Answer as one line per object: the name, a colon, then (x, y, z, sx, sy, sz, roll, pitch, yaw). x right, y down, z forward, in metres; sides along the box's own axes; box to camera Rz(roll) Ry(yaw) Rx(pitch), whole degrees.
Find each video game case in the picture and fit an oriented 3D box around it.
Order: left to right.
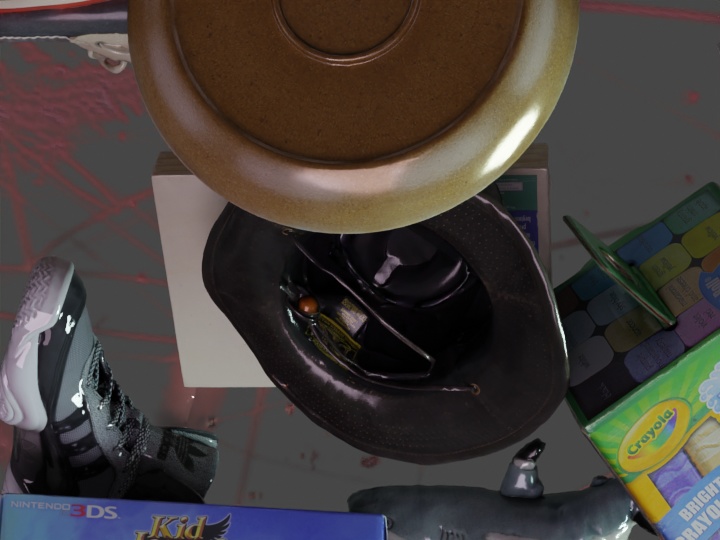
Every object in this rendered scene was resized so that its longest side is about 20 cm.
video game case: (-0.096, 0.178, 1.133, 0.198, 0.046, 0.182, 4, 150, -7)

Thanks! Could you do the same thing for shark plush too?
shark plush: (0.094, 0.132, 1.130, 0.199, 0.091, 0.084, -19, 90, 24)

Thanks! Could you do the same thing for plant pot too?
plant pot: (-0.005, -0.117, 0.907, 0.198, 0.202, 0.027, 0, 167, 6)

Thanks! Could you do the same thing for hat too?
hat: (0.026, 0.000, 0.999, 0.199, 0.081, 0.202, 20, 138, 19)

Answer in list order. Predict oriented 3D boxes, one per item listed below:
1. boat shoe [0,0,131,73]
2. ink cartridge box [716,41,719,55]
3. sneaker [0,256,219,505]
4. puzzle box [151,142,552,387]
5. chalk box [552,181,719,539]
boat shoe: (-0.098, -0.122, 0.976, 0.198, 0.071, 0.063, -6, 127, 5)
ink cartridge box: (0.242, -0.016, 0.974, 0.067, 0.115, 0.201, -26, 118, 11)
sneaker: (-0.129, 0.078, 1.113, 0.113, 0.076, 0.201, 9, 131, 0)
puzzle box: (0.000, 0.000, 1.072, 0.198, 0.026, 0.134, 0, 124, 7)
chalk box: (0.165, 0.050, 1.011, 0.123, 0.125, 0.201, -34, 117, 5)
